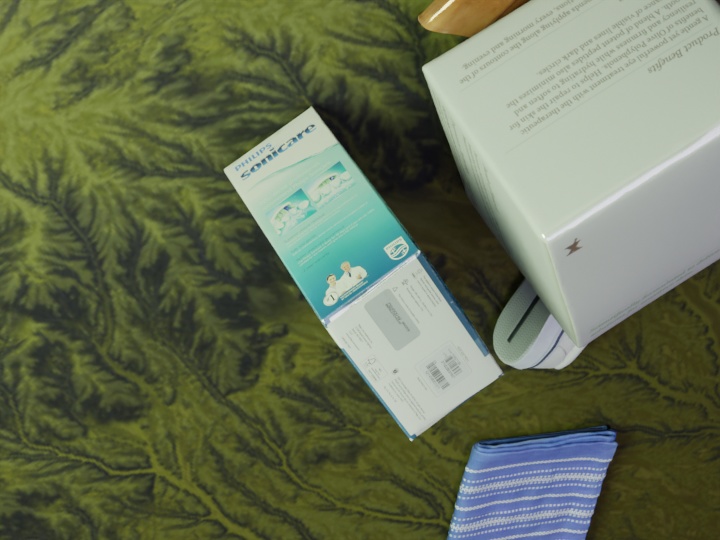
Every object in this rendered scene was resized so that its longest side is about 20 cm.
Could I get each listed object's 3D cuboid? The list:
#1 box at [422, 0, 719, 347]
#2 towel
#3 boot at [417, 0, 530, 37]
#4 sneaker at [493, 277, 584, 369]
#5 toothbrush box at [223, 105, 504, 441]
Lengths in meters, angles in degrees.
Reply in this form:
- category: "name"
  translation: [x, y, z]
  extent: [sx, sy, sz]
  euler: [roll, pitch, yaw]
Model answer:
- category: "box"
  translation: [0.182, -0.091, 1.469]
  extent: [0.199, 0.171, 0.200]
  euler: [-32, 152, -3]
- category: "towel"
  translation: [0.145, 0.225, 1.814]
  extent: [0.145, 0.024, 0.200]
  euler: [-4, 125, -24]
- category: "boot"
  translation: [0.103, -0.241, 1.377]
  extent: [0.200, 0.068, 0.188]
  euler: [-44, 158, 30]
- category: "sneaker"
  translation: [0.184, -0.001, 1.645]
  extent: [0.071, 0.073, 0.200]
  euler: [9, 128, -42]
- category: "toothbrush box"
  translation: [0.000, 0.000, 1.457]
  extent: [0.085, 0.200, 0.146]
  euler: [-36, 131, 0]
